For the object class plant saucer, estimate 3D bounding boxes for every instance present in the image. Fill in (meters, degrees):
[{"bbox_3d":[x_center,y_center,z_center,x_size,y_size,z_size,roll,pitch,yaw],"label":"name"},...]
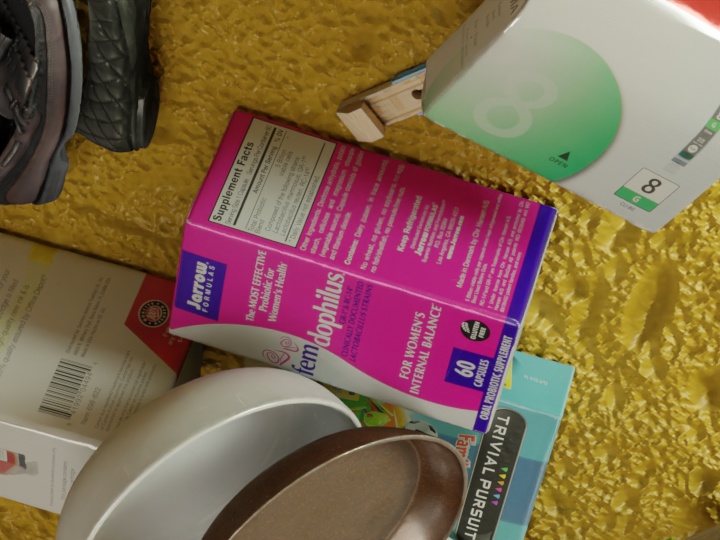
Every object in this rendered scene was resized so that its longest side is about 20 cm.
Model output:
[{"bbox_3d":[-0.027,0.161,1.400,0.035,0.199,0.201,49,148,33],"label":"plant saucer"}]

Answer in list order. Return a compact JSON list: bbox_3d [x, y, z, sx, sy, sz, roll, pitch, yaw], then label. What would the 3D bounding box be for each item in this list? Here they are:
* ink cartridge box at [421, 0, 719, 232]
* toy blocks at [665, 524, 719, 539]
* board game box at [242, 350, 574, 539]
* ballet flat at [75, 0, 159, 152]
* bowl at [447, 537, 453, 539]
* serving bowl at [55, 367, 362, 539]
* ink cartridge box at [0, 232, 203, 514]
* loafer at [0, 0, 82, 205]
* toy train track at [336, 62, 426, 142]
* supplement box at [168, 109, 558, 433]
[{"bbox_3d":[0.151,-0.117,1.208,0.160,0.050,0.200,25,135,-25],"label":"ink cartridge box"},{"bbox_3d":[0.299,0.209,1.484,0.136,0.100,0.200,-26,120,24],"label":"toy blocks"},{"bbox_3d":[0.021,0.098,1.496,0.198,0.047,0.152,16,136,5],"label":"board game box"},{"bbox_3d":[-0.145,-0.142,1.307,0.056,0.067,0.201,10,135,7],"label":"ballet flat"},{"bbox_3d":[-0.015,0.220,1.570,0.199,0.075,0.199,34,149,-25],"label":"bowl"},{"bbox_3d":[-0.097,0.126,1.379,0.066,0.199,0.201,50,146,31],"label":"serving bowl"},{"bbox_3d":[-0.210,0.061,1.474,0.198,0.146,0.084,16,138,5],"label":"ink cartridge box"},{"bbox_3d":[-0.197,-0.097,1.337,0.063,0.072,0.200,-15,152,-20],"label":"loafer"},{"bbox_3d":[0.068,-0.106,1.291,0.199,0.033,0.115,-20,124,35],"label":"toy train track"},{"bbox_3d":[0.000,0.000,1.371,0.199,0.104,0.102,18,137,5],"label":"supplement box"}]
